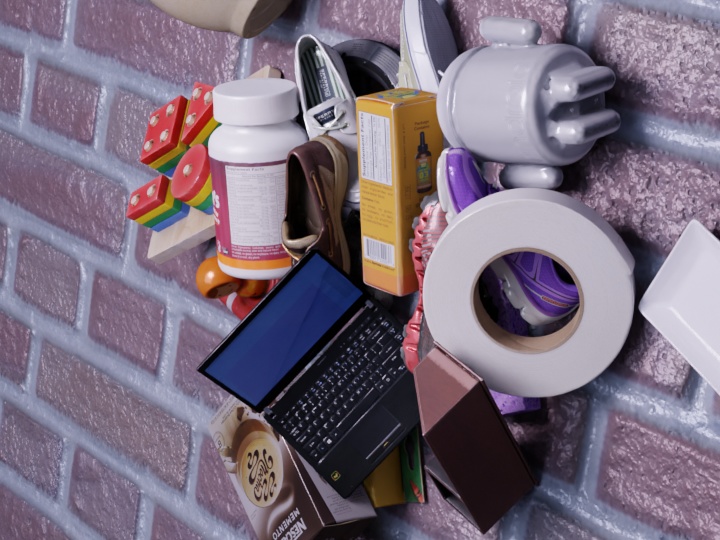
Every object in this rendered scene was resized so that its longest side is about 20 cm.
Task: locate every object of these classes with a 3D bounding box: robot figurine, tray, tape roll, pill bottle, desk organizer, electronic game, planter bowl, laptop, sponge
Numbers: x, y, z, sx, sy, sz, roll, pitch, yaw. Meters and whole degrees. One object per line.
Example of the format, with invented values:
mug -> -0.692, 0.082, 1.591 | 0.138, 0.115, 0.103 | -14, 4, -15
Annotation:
robot figurine -> 0.152, -0.159, 1.537 | 0.199, 0.113, 0.171 | 7, 108, 49
tray -> 0.334, 0.057, 1.412 | 0.200, 0.022, 0.108 | 51, 127, 34
tape roll -> 0.159, 0.022, 1.512 | 0.201, 0.037, 0.204 | 5, 112, 12
pill bottle -> -0.107, -0.100, 1.738 | 0.109, 0.109, 0.201 | 18, 119, 47
desk organizer -> 0.098, 0.166, 1.556 | 0.077, 0.200, 0.072 | -43, 48, -11
electronic game -> 0.001, -0.152, 1.763 | 0.199, 0.041, 0.201 | 7, 101, 41
planter bowl -> -0.141, -0.348, 1.824 | 0.135, 0.200, 0.200 | 42, 126, 7
laptop -> -0.031, 0.108, 1.664 | 0.200, 0.103, 0.177 | 45, 93, 6
sponge -> 0.121, 0.054, 1.649 | 0.111, 0.030, 0.201 | -17, 79, 48

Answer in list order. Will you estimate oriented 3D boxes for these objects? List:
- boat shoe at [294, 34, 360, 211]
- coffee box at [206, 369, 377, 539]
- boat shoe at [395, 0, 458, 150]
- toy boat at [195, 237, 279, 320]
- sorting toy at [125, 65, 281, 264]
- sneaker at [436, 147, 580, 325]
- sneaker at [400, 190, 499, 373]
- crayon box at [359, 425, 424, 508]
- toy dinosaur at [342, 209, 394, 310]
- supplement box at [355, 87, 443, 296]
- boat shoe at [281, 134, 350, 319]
boat shoe -> -0.032, -0.156, 1.690 | 0.073, 0.067, 0.201 | -28, 65, 10
coffee box -> -0.078, 0.219, 1.769 | 0.113, 0.080, 0.201 | -51, 56, 37
boat shoe -> 0.066, -0.188, 1.660 | 0.062, 0.072, 0.201 | -15, 83, 31
toy boat -> -0.131, 0.010, 1.856 | 0.200, 0.130, 0.131 | 40, 121, 40
sorting toy -> -0.194, -0.135, 1.905 | 0.198, 0.069, 0.201 | -24, 48, 47
sneaker -> 0.149, -0.044, 1.549 | 0.083, 0.081, 0.200 | -34, 103, 31
sneaker -> 0.096, 0.016, 1.600 | 0.098, 0.071, 0.202 | 18, 108, 47
crayon box -> -0.016, 0.199, 1.797 | 0.199, 0.051, 0.128 | -10, 84, 48
toy dinosaur -> 0.000, 0.000, 1.729 | 0.102, 0.077, 0.201 | 10, 112, 40
supplement box -> 0.042, -0.081, 1.634 | 0.069, 0.066, 0.201 | 22, 119, 48
boat shoe -> -0.056, -0.037, 1.664 | 0.072, 0.072, 0.201 | 22, 119, 33
